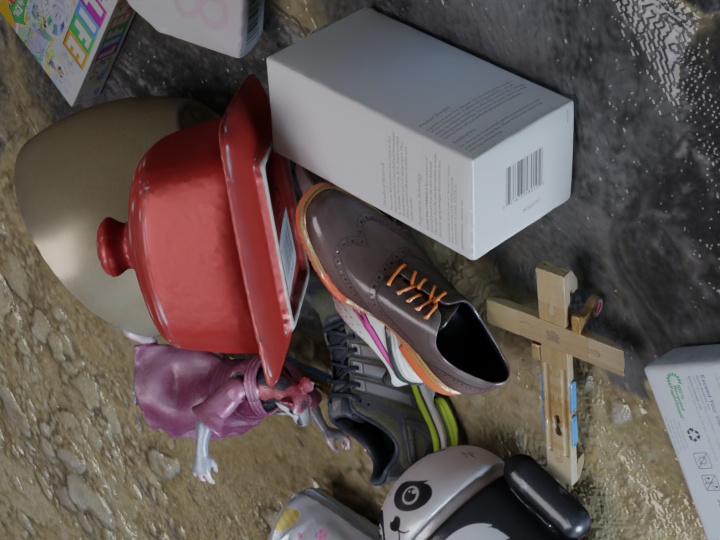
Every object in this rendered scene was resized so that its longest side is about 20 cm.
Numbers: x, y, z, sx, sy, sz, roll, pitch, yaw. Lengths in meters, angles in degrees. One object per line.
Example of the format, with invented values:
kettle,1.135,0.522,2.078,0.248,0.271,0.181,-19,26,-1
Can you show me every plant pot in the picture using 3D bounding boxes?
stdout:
plant pot,-0.166,-0.065,1.474,0.134,0.200,0.201,-35,85,25

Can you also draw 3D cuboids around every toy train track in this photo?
toy train track,-0.062,0.076,1.549,0.199,0.033,0.115,22,138,34
toy train track,0.149,0.072,1.297,0.114,0.033,0.201,22,136,32

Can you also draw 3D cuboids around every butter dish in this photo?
butter dish,-0.124,-0.026,1.335,0.147,0.200,0.201,-9,108,7

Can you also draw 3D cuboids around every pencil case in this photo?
pencil case,0.010,0.261,1.553,0.199,0.083,0.091,23,132,42

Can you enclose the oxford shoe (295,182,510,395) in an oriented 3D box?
oxford shoe,0.036,0.011,1.275,0.200,0.071,0.072,44,160,-22

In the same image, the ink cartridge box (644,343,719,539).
ink cartridge box,0.296,0.138,1.149,0.199,0.041,0.201,-6,109,52

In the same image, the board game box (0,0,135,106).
board game box,-0.252,-0.253,1.555,0.135,0.034,0.200,52,144,11

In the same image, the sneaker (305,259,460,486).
sneaker,0.004,0.081,1.434,0.201,0.081,0.074,59,144,2

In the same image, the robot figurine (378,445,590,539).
robot figurine,0.102,0.228,1.376,0.200,0.150,0.125,47,171,17

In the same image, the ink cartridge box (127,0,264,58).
ink cartridge box,-0.165,-0.267,1.373,0.199,0.057,0.163,17,132,12

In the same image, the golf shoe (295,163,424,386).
golf shoe,0.000,0.000,1.375,0.092,0.072,0.201,-33,87,38

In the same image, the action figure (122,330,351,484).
action figure,-0.096,0.095,1.499,0.200,0.133,0.150,-15,85,53

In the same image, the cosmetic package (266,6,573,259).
cosmetic package,0.039,-0.100,1.241,0.200,0.107,0.085,30,138,38
